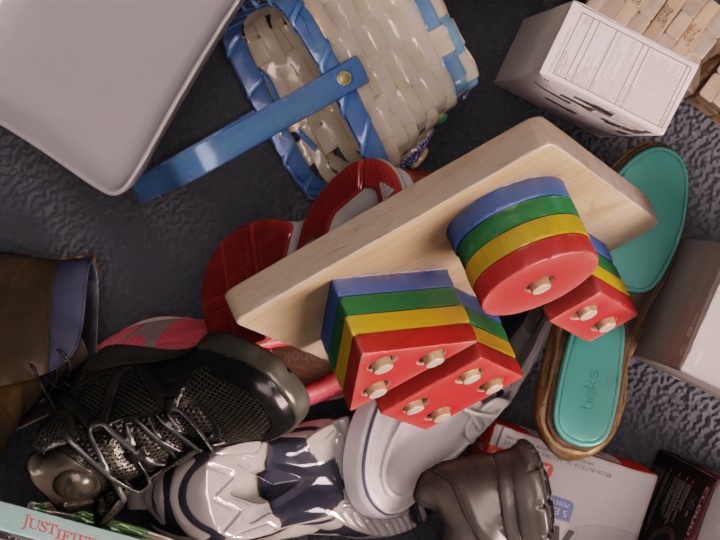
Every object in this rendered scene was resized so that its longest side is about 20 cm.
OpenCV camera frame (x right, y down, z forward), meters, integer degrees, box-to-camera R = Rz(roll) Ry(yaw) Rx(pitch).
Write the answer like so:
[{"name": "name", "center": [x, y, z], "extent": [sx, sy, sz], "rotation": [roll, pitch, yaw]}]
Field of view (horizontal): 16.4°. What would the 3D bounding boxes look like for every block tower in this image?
[{"name": "block tower", "center": [0.223, -0.131, 1.570], "extent": [0.200, 0.058, 0.054], "rotation": [37, 89, -3]}]

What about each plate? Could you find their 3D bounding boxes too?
[{"name": "plate", "center": [-0.149, -0.161, 1.508], "extent": [0.200, 0.032, 0.200], "rotation": [31, 88, 37]}]

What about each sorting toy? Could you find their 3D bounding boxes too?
[{"name": "sorting toy", "center": [0.059, 0.014, 1.391], "extent": [0.199, 0.199, 0.070], "rotation": [-29, 68, 16]}]

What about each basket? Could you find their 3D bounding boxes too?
[{"name": "basket", "center": [-0.039, -0.100, 1.492], "extent": [0.199, 0.176, 0.140], "rotation": [-27, 96, -14]}]

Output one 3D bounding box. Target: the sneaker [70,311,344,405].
[{"name": "sneaker", "center": [-0.087, 0.058, 1.537], "extent": [0.199, 0.087, 0.074], "rotation": [-10, 92, -3]}]

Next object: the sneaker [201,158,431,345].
[{"name": "sneaker", "center": [0.000, 0.000, 1.474], "extent": [0.115, 0.200, 0.079], "rotation": [7, 69, -38]}]

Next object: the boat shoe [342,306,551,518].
[{"name": "boat shoe", "center": [0.061, 0.065, 1.524], "extent": [0.074, 0.065, 0.200], "rotation": [43, 67, -31]}]

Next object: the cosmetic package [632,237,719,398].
[{"name": "cosmetic package", "center": [0.228, 0.036, 1.504], "extent": [0.106, 0.200, 0.091], "rotation": [23, 93, -9]}]

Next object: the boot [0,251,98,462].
[{"name": "boot", "center": [-0.205, 0.067, 1.491], "extent": [0.096, 0.075, 0.201], "rotation": [-7, 55, 3]}]

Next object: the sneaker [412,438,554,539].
[{"name": "sneaker", "center": [0.078, 0.202, 1.501], "extent": [0.090, 0.076, 0.201], "rotation": [-7, 95, 5]}]

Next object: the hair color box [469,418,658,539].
[{"name": "hair color box", "center": [0.101, 0.204, 1.567], "extent": [0.110, 0.064, 0.201], "rotation": [17, 92, -5]}]

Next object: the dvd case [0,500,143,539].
[{"name": "dvd case", "center": [-0.158, 0.196, 1.487], "extent": [0.145, 0.200, 0.022], "rotation": [16, 62, -5]}]

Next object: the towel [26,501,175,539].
[{"name": "towel", "center": [-0.111, 0.194, 1.516], "extent": [0.199, 0.153, 0.023], "rotation": [14, 63, -4]}]

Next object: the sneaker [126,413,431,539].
[{"name": "sneaker", "center": [-0.058, 0.135, 1.551], "extent": [0.199, 0.129, 0.080], "rotation": [-10, 92, -42]}]

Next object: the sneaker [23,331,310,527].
[{"name": "sneaker", "center": [-0.115, 0.095, 1.419], "extent": [0.114, 0.199, 0.076], "rotation": [-52, 120, -32]}]

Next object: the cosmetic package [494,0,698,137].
[{"name": "cosmetic package", "center": [0.136, -0.117, 1.491], "extent": [0.082, 0.200, 0.051], "rotation": [28, 90, -5]}]

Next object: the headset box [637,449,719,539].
[{"name": "headset box", "center": [0.206, 0.198, 1.506], "extent": [0.075, 0.200, 0.149], "rotation": [20, 89, -4]}]

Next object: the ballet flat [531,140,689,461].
[{"name": "ballet flat", "center": [0.145, 0.020, 1.507], "extent": [0.068, 0.072, 0.201], "rotation": [17, 78, -11]}]
